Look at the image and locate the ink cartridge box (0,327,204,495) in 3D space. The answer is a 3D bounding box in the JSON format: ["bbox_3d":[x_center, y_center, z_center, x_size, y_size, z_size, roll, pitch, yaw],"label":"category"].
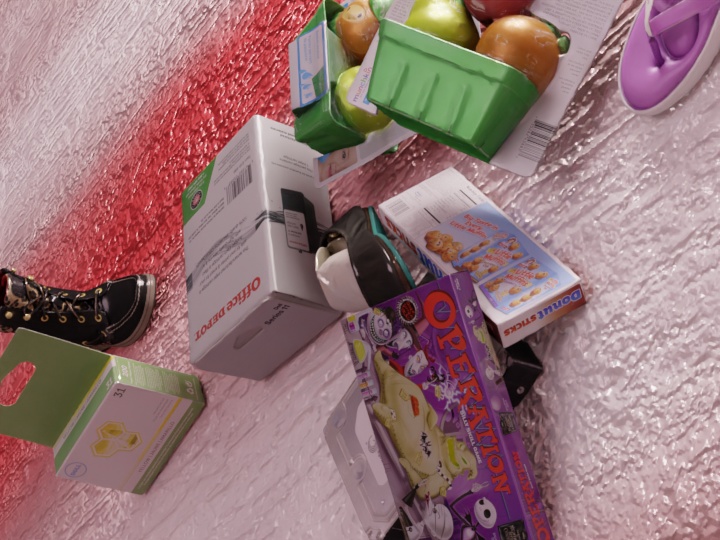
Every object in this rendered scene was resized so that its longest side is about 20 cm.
[{"bbox_3d":[-0.277,0.145,1.400,0.146,0.199,0.048,-54,36,27],"label":"ink cartridge box"}]

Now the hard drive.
[{"bbox_3d":[0.049,0.102,1.087,0.201,0.038,0.140,-57,36,25],"label":"hard drive"}]

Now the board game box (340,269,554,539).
[{"bbox_3d":[0.059,0.113,1.000,0.120,0.032,0.202,-24,80,39],"label":"board game box"}]

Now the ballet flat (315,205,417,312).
[{"bbox_3d":[0.000,0.000,1.129,0.068,0.068,0.200,-26,14,0],"label":"ballet flat"}]

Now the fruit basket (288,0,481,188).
[{"bbox_3d":[0.022,-0.189,1.202,0.199,0.093,0.187,-31,52,42],"label":"fruit basket"}]

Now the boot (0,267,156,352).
[{"bbox_3d":[-0.331,0.039,1.569,0.199,0.150,0.074,-21,59,51],"label":"boot"}]

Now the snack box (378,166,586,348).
[{"bbox_3d":[0.087,-0.015,1.054,0.071,0.024,0.200,-27,36,-11],"label":"snack box"}]

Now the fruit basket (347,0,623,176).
[{"bbox_3d":[0.103,-0.186,1.061,0.184,0.094,0.201,26,83,32],"label":"fruit basket"}]

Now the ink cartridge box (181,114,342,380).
[{"bbox_3d":[-0.096,-0.018,1.309,0.146,0.083,0.201,-39,46,41],"label":"ink cartridge box"}]

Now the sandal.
[{"bbox_3d":[0.225,-0.202,0.944,0.204,0.049,0.083,-61,35,20],"label":"sandal"}]
